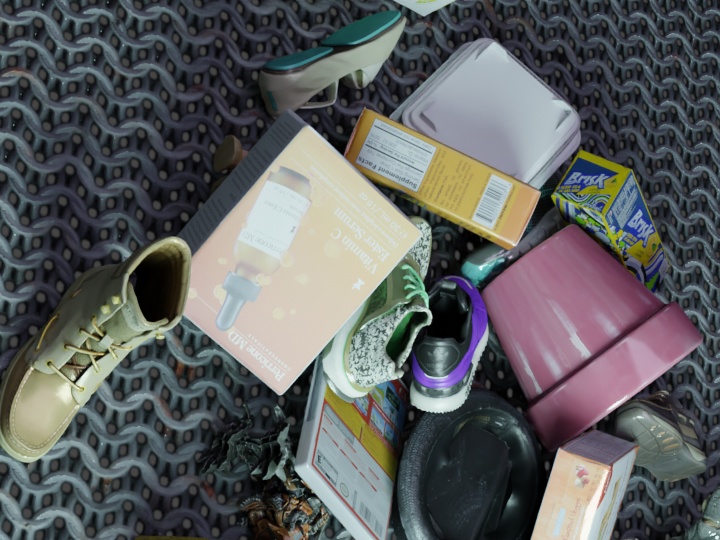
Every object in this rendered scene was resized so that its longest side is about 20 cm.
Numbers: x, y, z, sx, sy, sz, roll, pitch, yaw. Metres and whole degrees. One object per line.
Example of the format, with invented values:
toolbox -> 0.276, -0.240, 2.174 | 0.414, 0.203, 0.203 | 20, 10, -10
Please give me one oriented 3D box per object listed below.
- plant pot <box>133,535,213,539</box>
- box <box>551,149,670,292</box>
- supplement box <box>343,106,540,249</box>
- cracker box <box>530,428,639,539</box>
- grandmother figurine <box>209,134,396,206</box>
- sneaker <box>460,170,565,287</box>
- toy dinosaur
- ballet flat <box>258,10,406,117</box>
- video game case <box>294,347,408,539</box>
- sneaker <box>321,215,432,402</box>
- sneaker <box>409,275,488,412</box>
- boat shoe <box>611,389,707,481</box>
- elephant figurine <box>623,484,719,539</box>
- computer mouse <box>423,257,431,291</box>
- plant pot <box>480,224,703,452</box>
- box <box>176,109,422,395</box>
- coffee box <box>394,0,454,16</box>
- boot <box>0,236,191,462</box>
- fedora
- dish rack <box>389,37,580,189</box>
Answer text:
plant pot -> -0.098, 0.341, 1.435 | 0.195, 0.199, 0.196 | 32, 60, -26
box -> 0.273, -0.042, 1.833 | 0.065, 0.070, 0.200 | -55, 145, -15
supplement box -> 0.079, -0.093, 1.717 | 0.198, 0.067, 0.069 | 28, 87, 0
cracker box -> 0.222, 0.239, 1.696 | 0.200, 0.057, 0.135 | -2, 109, -72
grandmother figurine -> -0.051, -0.067, 1.674 | 0.198, 0.060, 0.123 | 12, 85, -31
sneaker -> 0.160, -0.055, 1.830 | 0.091, 0.078, 0.200 | 49, 49, 5
toy dinosaur -> -0.071, 0.192, 1.584 | 0.136, 0.101, 0.202 | 41, 37, -38
ballet flat -> -0.025, -0.208, 1.735 | 0.199, 0.069, 0.070 | -29, 95, -36
video game case -> -0.005, 0.149, 1.609 | 0.143, 0.017, 0.201 | 53, 33, -35
sneaker -> 0.041, 0.035, 1.598 | 0.077, 0.088, 0.201 | 46, 54, -37
sneaker -> 0.090, 0.044, 1.680 | 0.201, 0.069, 0.100 | -76, 166, -57
boat shoe -> 0.319, 0.172, 1.855 | 0.200, 0.074, 0.074 | 41, 36, -55
elephant figurine -> 0.370, 0.319, 1.825 | 0.199, 0.156, 0.142 | -21, 68, -30
computer mouse -> 0.000, 0.000, 1.666 | 0.199, 0.053, 0.140 | 17, 104, -39
plant pot -> 0.226, 0.061, 1.773 | 0.199, 0.200, 0.180 | -30, 80, -38
box -> -0.069, -0.018, 1.553 | 0.152, 0.106, 0.200 | 40, 92, -18
coffee box -> 0.067, -0.418, 1.767 | 0.196, 0.199, 0.202 | 22, 66, -31
boot -> -0.225, 0.065, 1.444 | 0.073, 0.155, 0.201 | 42, 57, -19
fedora -> 0.093, 0.218, 1.678 | 0.199, 0.091, 0.203 | 11, 71, -34
dish rack -> 0.141, -0.159, 1.816 | 0.171, 0.044, 0.200 | 42, 55, 4
